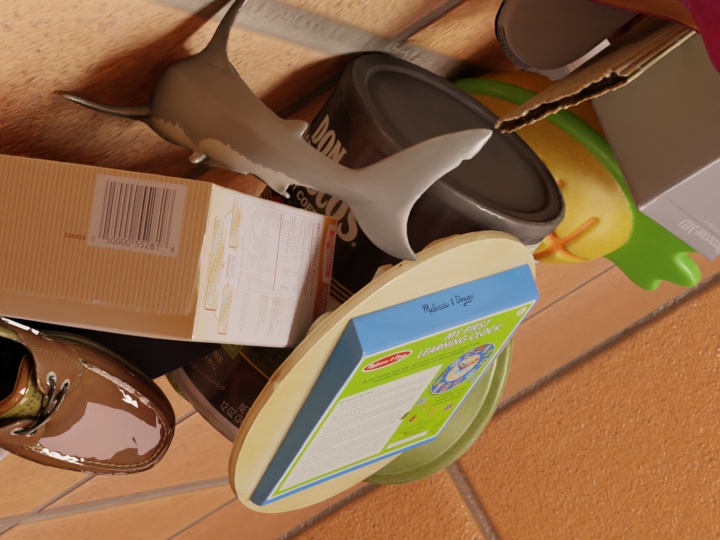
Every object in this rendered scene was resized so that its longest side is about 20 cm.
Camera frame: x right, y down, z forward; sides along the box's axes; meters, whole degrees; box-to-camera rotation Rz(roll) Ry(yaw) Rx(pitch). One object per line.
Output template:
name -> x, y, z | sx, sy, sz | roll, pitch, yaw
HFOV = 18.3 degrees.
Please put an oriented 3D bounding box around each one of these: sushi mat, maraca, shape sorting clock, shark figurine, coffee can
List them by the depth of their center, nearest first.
shark figurine -> -0.048, -0.082, 1.035 | 0.128, 0.214, 0.090 | 20, 94, -37
shape sorting clock -> 0.011, 0.053, 1.169 | 0.200, 0.039, 0.200 | -32, 158, -15
sushi mat -> 0.158, -0.127, 1.228 | 0.096, 0.012, 0.200 | -22, -170, 44
coffee can -> 0.000, 0.000, 1.266 | 0.200, 0.146, 0.146 | -53, 160, 23
maraca -> 0.130, -0.054, 1.403 | 0.107, 0.200, 0.137 | -53, 166, -23

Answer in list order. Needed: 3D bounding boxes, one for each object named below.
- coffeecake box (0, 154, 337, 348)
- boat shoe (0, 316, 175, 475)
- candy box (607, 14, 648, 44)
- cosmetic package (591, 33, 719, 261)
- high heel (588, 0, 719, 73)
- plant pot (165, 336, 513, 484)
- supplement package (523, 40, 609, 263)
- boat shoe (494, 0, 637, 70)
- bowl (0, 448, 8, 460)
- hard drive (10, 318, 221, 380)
coffeecake box -> -0.113, -0.008, 1.071 | 0.153, 0.073, 0.200 | 7, 179, 15
boat shoe -> -0.177, 0.061, 1.123 | 0.072, 0.200, 0.068 | -64, -154, 5
candy box -> 0.247, -0.172, 1.338 | 0.200, 0.117, 0.056 | -34, 168, 26
cosmetic package -> 0.244, -0.098, 1.255 | 0.200, 0.090, 0.107 | -35, 147, 21
high heel -> 0.155, -0.124, 1.139 | 0.096, 0.200, 0.067 | -36, 133, 13
plant pot -> -0.033, 0.039, 1.480 | 0.200, 0.200, 0.190 | -35, 155, 27
supplement package -> 0.177, -0.090, 1.553 | 0.114, 0.110, 0.200 | -37, 167, 36
boat shoe -> 0.160, -0.179, 1.247 | 0.200, 0.069, 0.057 | -30, -165, -2
bowl -> -0.323, 0.125, 1.334 | 0.200, 0.075, 0.200 | -18, 165, -48
hard drive -> -0.189, 0.045, 1.226 | 0.200, 0.042, 0.135 | -23, -154, -13
